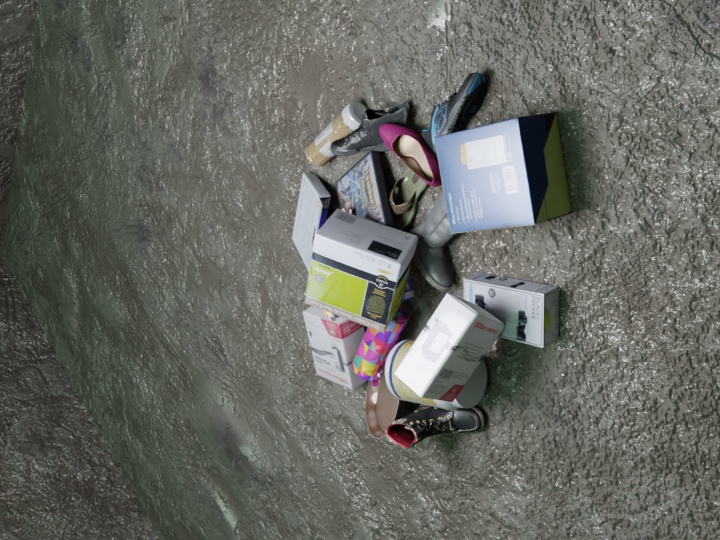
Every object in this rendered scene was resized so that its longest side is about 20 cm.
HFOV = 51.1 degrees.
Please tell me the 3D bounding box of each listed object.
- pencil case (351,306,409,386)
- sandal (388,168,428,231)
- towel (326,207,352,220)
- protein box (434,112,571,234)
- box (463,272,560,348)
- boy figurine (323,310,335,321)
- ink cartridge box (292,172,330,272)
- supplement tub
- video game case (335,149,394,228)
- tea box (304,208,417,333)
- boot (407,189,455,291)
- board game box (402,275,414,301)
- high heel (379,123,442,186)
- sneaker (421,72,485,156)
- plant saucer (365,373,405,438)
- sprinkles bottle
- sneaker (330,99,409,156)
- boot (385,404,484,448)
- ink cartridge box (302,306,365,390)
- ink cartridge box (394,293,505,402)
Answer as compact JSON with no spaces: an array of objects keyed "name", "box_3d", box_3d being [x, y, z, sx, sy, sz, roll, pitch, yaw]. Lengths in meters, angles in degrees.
[{"name":"pencil case","box_3d":[0.048,0.176,1.810,0.088,0.088,0.200,39,122,32]},{"name":"sandal","box_3d":[0.097,-0.173,1.711,0.080,0.057,0.201,45,129,26]},{"name":"towel","box_3d":[-0.060,-0.071,1.861,0.200,0.023,0.144,167,99,-68]},{"name":"protein box","box_3d":[0.275,-0.186,1.462,0.200,0.135,0.199,-4,99,47]},{"name":"box","box_3d":[0.311,0.078,1.560,0.200,0.060,0.117,13,111,44]},{"name":"boy figurine","box_3d":[-0.053,0.065,1.858,0.200,0.064,0.125,20,80,45]},{"name":"ink cartridge box","box_3d":[-0.121,-0.120,1.915,0.200,0.041,0.200,-119,36,-54]},{"name":"supplement tub","box_3d":[0.169,0.234,1.695,0.200,0.144,0.145,3,104,46]},{"name":"video game case","box_3d":[0.006,-0.157,1.788,0.181,0.025,0.200,-33,63,54]},{"name":"tea box","box_3d":[0.000,0.000,1.679,0.200,0.134,0.197,21,126,11]},{"name":"boot","box_3d":[0.195,-0.077,1.639,0.200,0.072,0.182,-44,70,38]},{"name":"board game box","box_3d":[0.034,0.013,1.844,0.200,0.045,0.135,-7,97,47]},{"name":"high heel","box_3d":[0.107,-0.252,1.609,0.200,0.096,0.068,36,115,16]},{"name":"sneaker","box_3d":[0.187,-0.331,1.558,0.082,0.073,0.200,49,132,24]},{"name":"plant saucer","box_3d":[0.066,0.315,1.855,0.200,0.034,0.201,-168,90,-70]},{"name":"sprinkles bottle","box_3d":[-0.056,-0.328,1.820,0.200,0.068,0.068,-35,76,47]},{"name":"sneaker","box_3d":[0.018,-0.322,1.706,0.199,0.060,0.104,-2,130,18]},{"name":"boot","box_3d":[0.169,0.356,1.727,0.200,0.150,0.073,0,102,46]},{"name":"ink cartridge box","box_3d":[-0.057,0.189,1.937,0.145,0.085,0.200,16,128,44]},{"name":"ink cartridge box","box_3d":[0.182,0.158,1.518,0.084,0.145,0.200,38,100,34]}]
